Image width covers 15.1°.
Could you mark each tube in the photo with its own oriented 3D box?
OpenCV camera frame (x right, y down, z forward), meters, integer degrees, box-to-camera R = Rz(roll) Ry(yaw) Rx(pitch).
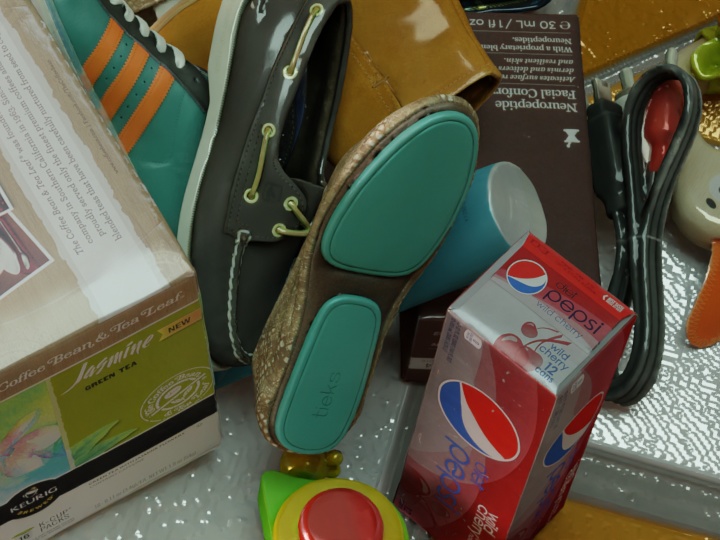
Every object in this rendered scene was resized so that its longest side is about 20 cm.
[{"bbox_3d":[0.000,0.000,1.387,0.200,0.050,0.077,-22,47,32],"label":"tube"}]

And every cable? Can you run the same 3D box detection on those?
[{"bbox_3d":[0.156,-0.028,1.455,0.050,0.097,0.200,14,60,-42],"label":"cable"}]

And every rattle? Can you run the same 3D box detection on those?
[{"bbox_3d":[0.221,-0.075,1.465,0.130,0.143,0.200,28,53,-7],"label":"rattle"}]

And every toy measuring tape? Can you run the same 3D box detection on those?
[{"bbox_3d":[-0.004,0.171,1.325,0.074,0.074,0.200,-6,60,-11],"label":"toy measuring tape"}]

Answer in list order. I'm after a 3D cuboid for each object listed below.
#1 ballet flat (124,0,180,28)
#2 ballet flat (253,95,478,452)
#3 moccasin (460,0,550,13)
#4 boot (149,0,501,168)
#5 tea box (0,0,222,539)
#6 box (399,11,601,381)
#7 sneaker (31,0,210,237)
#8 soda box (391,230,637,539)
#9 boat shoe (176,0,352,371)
[{"bbox_3d":[-0.139,-0.134,1.506,0.200,0.071,0.065,-29,93,-19],"label":"ballet flat"},{"bbox_3d":[-0.006,-0.007,1.315,0.070,0.200,0.065,16,23,-28],"label":"ballet flat"},{"bbox_3d":[0.019,-0.171,1.514,0.200,0.081,0.068,-10,46,-19],"label":"moccasin"},{"bbox_3d":[-0.033,-0.091,1.435,0.201,0.071,0.144,-36,65,16],"label":"boot"},{"bbox_3d":[-0.174,-0.002,1.325,0.134,0.197,0.200,-28,66,-11],"label":"tea box"},{"bbox_3d":[0.070,-0.041,1.461,0.100,0.075,0.200,1,61,-6],"label":"box"},{"bbox_3d":[-0.120,-0.102,1.404,0.080,0.071,0.200,-26,107,-8],"label":"sneaker"},{"bbox_3d":[0.072,0.070,1.317,0.070,0.200,0.063,38,62,15],"label":"soda box"},{"bbox_3d":[-0.046,-0.047,1.370,0.061,0.072,0.201,6,88,28],"label":"boat shoe"}]
